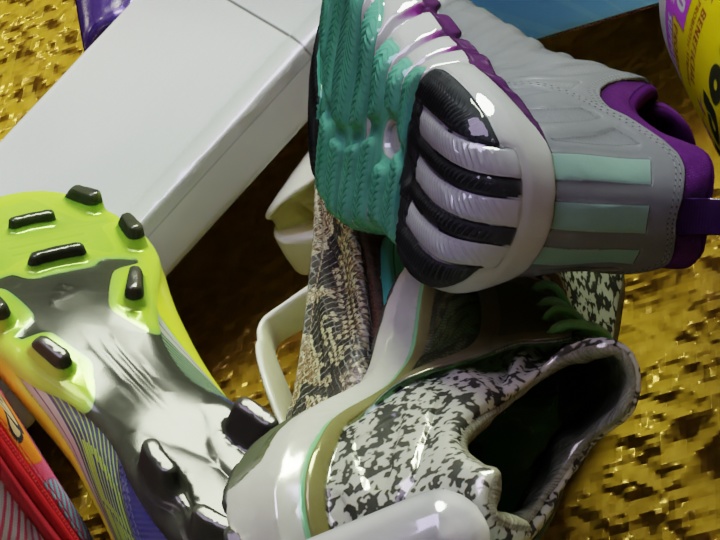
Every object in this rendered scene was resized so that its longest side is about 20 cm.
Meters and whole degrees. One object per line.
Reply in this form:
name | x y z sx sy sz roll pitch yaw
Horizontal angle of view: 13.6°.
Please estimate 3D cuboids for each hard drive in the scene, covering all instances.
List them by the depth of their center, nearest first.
hard drive | -0.092 -0.023 0.998 0.200 0.027 0.132 -48 29 -3

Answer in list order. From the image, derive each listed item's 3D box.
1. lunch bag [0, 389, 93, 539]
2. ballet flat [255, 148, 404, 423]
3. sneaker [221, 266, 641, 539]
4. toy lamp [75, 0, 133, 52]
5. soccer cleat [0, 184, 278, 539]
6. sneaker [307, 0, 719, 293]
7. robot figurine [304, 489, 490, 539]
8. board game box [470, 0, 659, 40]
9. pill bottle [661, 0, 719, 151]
lunch bag | -0.180 0.089 0.836 0.199 0.177 0.082 -31 31 -2
ballet flat | 0.000 0.000 0.931 0.075 0.068 0.201 -28 34 28
sneaker | 0.046 0.037 0.805 0.088 0.077 0.200 -18 19 33
toy lamp | -0.073 -0.140 1.161 0.058 0.058 0.201 -15 37 19
soccer cleat | -0.067 0.048 0.876 0.064 0.084 0.200 -20 43 -23
sneaker | 0.041 -0.037 0.848 0.087 0.075 0.200 5 20 -15
robot figurine | 0.012 0.139 0.695 0.199 0.113 0.171 -17 76 16
board game box | 0.062 -0.147 1.015 0.195 0.056 0.200 -18 29 -27
pill bottle | 0.153 -0.036 0.814 0.104 0.105 0.200 -25 34 5
